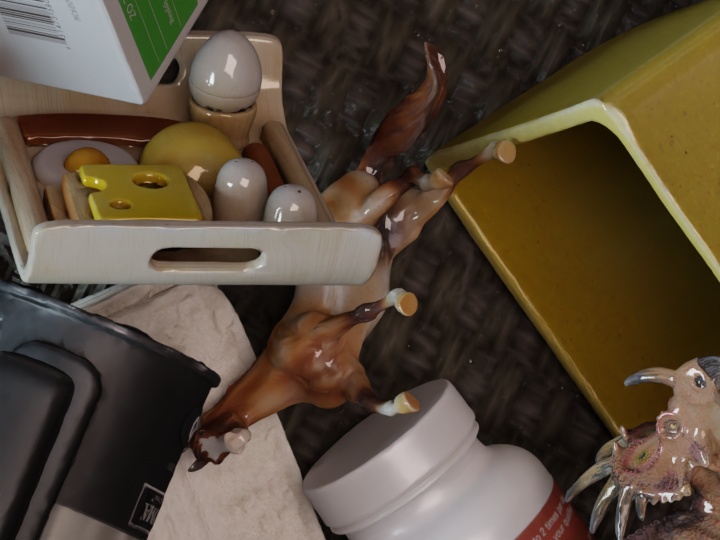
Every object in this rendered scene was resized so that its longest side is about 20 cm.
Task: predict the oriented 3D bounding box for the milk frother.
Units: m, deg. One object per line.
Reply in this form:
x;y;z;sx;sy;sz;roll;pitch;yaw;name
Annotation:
-0.192;0.088;1.131;0.199;0.180;0.189;18;81;22;milk frother

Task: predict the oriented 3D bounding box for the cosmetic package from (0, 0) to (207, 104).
-0.096;-0.184;1.156;0.084;0.108;0.201;12;57;26;cosmetic package

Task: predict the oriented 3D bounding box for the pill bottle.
0.064;0.154;1.242;0.112;0.112;0.200;-37;99;-12;pill bottle

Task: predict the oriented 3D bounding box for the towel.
-0.093;0.105;1.241;0.132;0.034;0.201;-22;97;-13;towel

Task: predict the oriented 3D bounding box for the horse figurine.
0.000;0.000;1.204;0.050;0.132;0.201;32;64;-26;horse figurine

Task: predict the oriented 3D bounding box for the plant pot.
0.189;-0.043;1.242;0.200;0.194;0.196;-40;100;-21;plant pot

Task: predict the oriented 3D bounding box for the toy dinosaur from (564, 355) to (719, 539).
0.128;0.140;1.169;0.135;0.086;0.200;35;92;-4;toy dinosaur

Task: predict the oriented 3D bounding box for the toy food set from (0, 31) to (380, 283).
-0.083;-0.055;1.160;0.143;0.200;0.061;0;117;-15;toy food set
